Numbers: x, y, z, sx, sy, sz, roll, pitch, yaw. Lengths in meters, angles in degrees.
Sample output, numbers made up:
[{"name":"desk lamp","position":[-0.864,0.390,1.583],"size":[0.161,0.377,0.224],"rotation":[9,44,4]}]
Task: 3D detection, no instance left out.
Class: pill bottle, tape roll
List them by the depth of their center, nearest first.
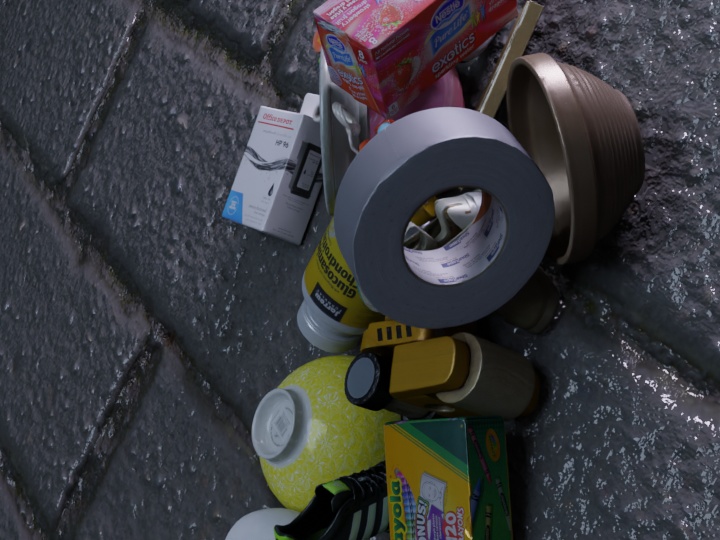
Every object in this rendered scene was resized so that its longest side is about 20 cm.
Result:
[{"name":"tape roll","position":[0.078,-0.046,1.145],"size":[0.201,0.199,0.066],"rotation":[-55,32,18]},{"name":"pill bottle","position":[0.000,0.000,1.385],"size":[0.201,0.111,0.113],"rotation":[-60,35,40]}]

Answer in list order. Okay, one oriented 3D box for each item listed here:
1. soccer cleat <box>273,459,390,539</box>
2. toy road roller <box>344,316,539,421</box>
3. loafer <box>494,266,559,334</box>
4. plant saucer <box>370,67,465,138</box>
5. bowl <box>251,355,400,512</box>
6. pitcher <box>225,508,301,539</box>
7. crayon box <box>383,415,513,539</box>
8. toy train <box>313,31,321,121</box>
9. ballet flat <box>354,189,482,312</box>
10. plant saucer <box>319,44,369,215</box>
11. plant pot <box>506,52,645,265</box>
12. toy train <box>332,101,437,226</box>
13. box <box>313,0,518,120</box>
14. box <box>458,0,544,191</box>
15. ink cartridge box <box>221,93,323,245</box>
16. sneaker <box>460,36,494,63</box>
[{"name":"soccer cleat","position":[-0.001,0.236,1.256],"size":[0.199,0.082,0.067],"rotation":[-35,39,-22]},{"name":"toy road roller","position":[0.083,0.076,1.256],"size":[0.199,0.122,0.148],"rotation":[-12,64,49]},{"name":"loafer","position":[0.133,-0.012,1.278],"size":[0.076,0.067,0.200],"rotation":[-59,39,14]},{"name":"plant saucer","position":[0.055,-0.163,1.449],"size":[0.200,0.051,0.202],"rotation":[-32,46,41]},{"name":"bowl","position":[-0.058,0.183,1.398],"size":[0.199,0.107,0.202],"rotation":[-26,55,43]},{"name":"pitcher","position":[-0.062,0.359,1.329],"size":[0.199,0.121,0.173],"rotation":[18,101,41]},{"name":"crayon box","position":[0.086,0.244,1.194],"size":[0.118,0.058,0.202],"rotation":[-12,79,49]},{"name":"toy train","position":[-0.008,-0.259,1.487],"size":[0.199,0.055,0.152],"rotation":[-15,54,53]},{"name":"ballet flat","position":[0.079,-0.034,1.234],"size":[0.200,0.063,0.067],"rotation":[-39,31,-7]},{"name":"plant saucer","position":[-0.015,-0.163,1.381],"size":[0.200,0.050,0.203],"rotation":[-1,-90,-87]},{"name":"plant pot","position":[0.211,-0.112,1.172],"size":[0.201,0.092,0.203],"rotation":[168,90,-86]},{"name":"toy train","position":[0.021,-0.106,1.283],"size":[0.055,0.200,0.151],"rotation":[-34,76,21]},{"name":"box","position":[0.060,-0.263,1.261],"size":[0.200,0.100,0.095],"rotation":[-40,54,-18]},{"name":"box","position":[0.139,-0.182,1.312],"size":[0.164,0.021,0.202],"rotation":[-58,-8,-84]},{"name":"ink cartridge box","position":[-0.099,-0.147,1.628],"size":[0.116,0.067,0.202],"rotation":[19,89,53]},{"name":"sneaker","position":[0.105,-0.315,1.455],"size":[0.112,0.077,0.202],"rotation":[-25,45,48]}]
